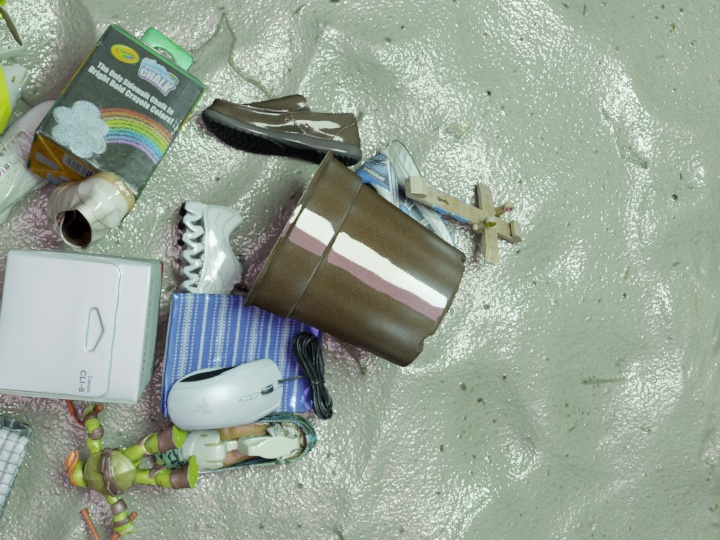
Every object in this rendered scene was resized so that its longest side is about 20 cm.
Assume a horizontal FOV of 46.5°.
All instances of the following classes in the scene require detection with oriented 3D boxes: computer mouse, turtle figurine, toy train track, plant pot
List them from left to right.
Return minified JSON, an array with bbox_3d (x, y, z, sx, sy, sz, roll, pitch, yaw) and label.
[{"bbox_3d":[-0.278,0.218,0.969,0.160,0.064,0.201,-14,89,10],"label":"turtle figurine"},{"bbox_3d":[-0.123,0.143,0.972,0.199,0.044,0.110,-12,103,-29],"label":"computer mouse"},{"bbox_3d":[0.000,0.000,0.953,0.198,0.200,0.201,30,86,-4],"label":"plant pot"},{"bbox_3d":[0.138,-0.077,1.032,0.199,0.032,0.115,18,58,-36],"label":"toy train track"}]

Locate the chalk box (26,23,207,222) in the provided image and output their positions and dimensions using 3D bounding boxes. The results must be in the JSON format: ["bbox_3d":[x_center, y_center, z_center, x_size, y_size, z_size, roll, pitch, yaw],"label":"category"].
[{"bbox_3d":[-0.263,-0.178,0.940,0.125,0.124,0.201,34,66,-16],"label":"chalk box"}]

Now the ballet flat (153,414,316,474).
[{"bbox_3d":[-0.151,0.210,1.012,0.199,0.074,0.075,-8,92,-10],"label":"ballet flat"}]

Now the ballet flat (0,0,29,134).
[{"bbox_3d":[-0.411,-0.235,0.944,0.067,0.067,0.201,-9,71,-26],"label":"ballet flat"}]

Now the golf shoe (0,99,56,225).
[{"bbox_3d":[-0.400,-0.115,0.952,0.075,0.092,0.200,39,82,-8],"label":"golf shoe"}]

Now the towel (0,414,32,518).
[{"bbox_3d":[-0.480,0.242,0.947,0.165,0.086,0.201,21,89,-8],"label":"towel"}]

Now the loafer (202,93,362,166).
[{"bbox_3d":[-0.093,-0.179,1.023,0.199,0.073,0.071,11,78,-15],"label":"loafer"}]

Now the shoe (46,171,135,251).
[{"bbox_3d":[-0.305,-0.058,0.898,0.070,0.200,0.053,46,60,-19],"label":"shoe"}]

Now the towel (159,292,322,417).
[{"bbox_3d":[-0.135,0.102,0.994,0.199,0.024,0.146,4,95,-33],"label":"towel"}]

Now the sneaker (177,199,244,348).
[{"bbox_3d":[-0.179,0.017,1.006,0.081,0.075,0.201,2,91,-19],"label":"sneaker"}]

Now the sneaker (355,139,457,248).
[{"bbox_3d":[0.058,-0.057,1.052,0.085,0.077,0.201,-28,88,1],"label":"sneaker"}]

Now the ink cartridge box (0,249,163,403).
[{"bbox_3d":[-0.298,0.054,0.916,0.144,0.200,0.146,6,89,-10],"label":"ink cartridge box"}]
